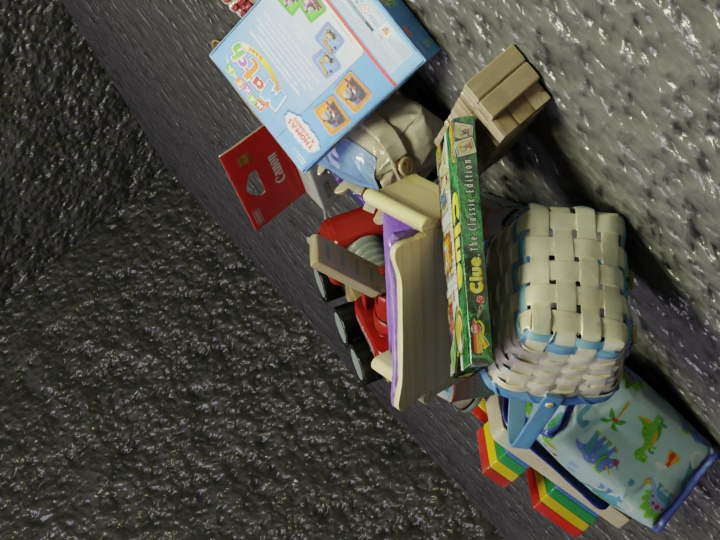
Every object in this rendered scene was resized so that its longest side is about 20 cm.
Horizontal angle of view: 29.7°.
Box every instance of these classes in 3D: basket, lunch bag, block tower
[{"bbox_3d":[0.163,0.047,1.186,0.200,0.137,0.179,119,156,-63],"label":"basket"},{"bbox_3d":[0.242,0.159,1.404,0.170,0.128,0.200,41,180,-15],"label":"lunch bag"},{"bbox_3d":[0.110,-0.128,1.172,0.054,0.058,0.200,50,172,4],"label":"block tower"}]

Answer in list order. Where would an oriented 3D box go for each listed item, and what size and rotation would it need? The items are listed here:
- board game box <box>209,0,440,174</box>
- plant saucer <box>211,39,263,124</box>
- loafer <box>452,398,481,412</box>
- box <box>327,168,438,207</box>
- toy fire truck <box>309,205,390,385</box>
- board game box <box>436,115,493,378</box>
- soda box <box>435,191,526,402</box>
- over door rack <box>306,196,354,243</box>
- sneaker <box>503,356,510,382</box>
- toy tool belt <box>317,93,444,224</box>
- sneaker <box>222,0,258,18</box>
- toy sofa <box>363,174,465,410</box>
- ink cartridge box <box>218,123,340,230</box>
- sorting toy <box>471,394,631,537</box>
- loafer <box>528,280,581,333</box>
[{"bbox_3d":[-0.038,-0.207,1.288,0.152,0.037,0.200,51,131,-2],"label":"board game box"},{"bbox_3d":[-0.138,-0.259,1.949,0.201,0.035,0.200,49,171,10],"label":"plant saucer"},{"bbox_3d":[0.111,0.067,1.513,0.062,0.202,0.072,28,135,-17],"label":"loafer"},{"bbox_3d":[0.038,-0.102,1.573,0.200,0.079,0.141,47,173,21],"label":"box"},{"bbox_3d":[0.000,0.000,1.398,0.201,0.127,0.177,87,161,-54],"label":"toy fire truck"},{"bbox_3d":[0.085,-0.016,1.132,0.105,0.023,0.203,122,145,-77],"label":"board game box"},{"bbox_3d":[0.110,0.026,1.354,0.063,0.068,0.203,26,112,44],"label":"soda box"},{"bbox_3d":[-0.003,-0.070,1.877,0.148,0.066,0.201,46,149,27],"label":"over door rack"},{"bbox_3d":[0.133,0.038,1.440,0.076,0.076,0.201,4,-139,-39],"label":"sneaker"},{"bbox_3d":[-0.005,-0.125,1.397,0.199,0.124,0.124,25,175,46],"label":"toy tool belt"},{"bbox_3d":[-0.096,-0.274,1.373,0.075,0.080,0.202,-102,-13,-65],"label":"sneaker"},{"bbox_3d":[0.043,0.022,1.264,0.082,0.097,0.202,31,135,42],"label":"toy sofa"},{"bbox_3d":[-0.071,-0.133,1.665,0.045,0.176,0.200,46,170,24],"label":"ink cartridge box"},{"bbox_3d":[0.196,0.185,1.528,0.199,0.070,0.200,36,-155,-22],"label":"sorting toy"},{"bbox_3d":[0.193,0.045,1.458,0.200,0.071,0.064,117,141,-76],"label":"loafer"}]
